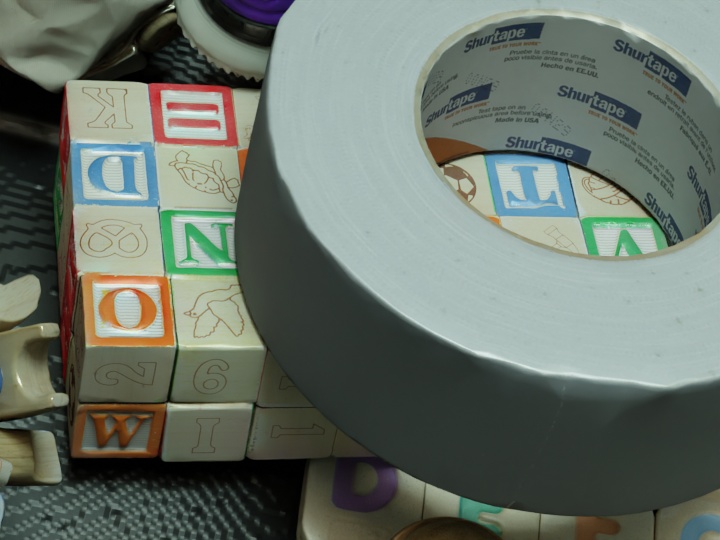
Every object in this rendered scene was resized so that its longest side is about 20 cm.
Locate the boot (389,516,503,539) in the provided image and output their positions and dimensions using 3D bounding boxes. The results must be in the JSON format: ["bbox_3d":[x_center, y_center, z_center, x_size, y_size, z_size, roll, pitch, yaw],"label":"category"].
[{"bbox_3d":[0.056,0.156,0.737,0.073,0.076,0.201,-13,65,-14],"label":"boot"}]

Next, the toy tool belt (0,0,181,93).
[{"bbox_3d":[-0.130,-0.155,0.898,0.200,0.125,0.123,43,32,16],"label":"toy tool belt"}]

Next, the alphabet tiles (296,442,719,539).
[{"bbox_3d":[0.075,0.113,0.817,0.199,0.015,0.197,11,55,-5],"label":"alphabet tiles"}]

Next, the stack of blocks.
[{"bbox_3d":[0.000,0.000,0.837,0.199,0.059,0.116,0,49,-13],"label":"stack of blocks"}]

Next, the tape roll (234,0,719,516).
[{"bbox_3d":[0.062,-0.023,0.787,0.199,0.066,0.201,7,48,-7],"label":"tape roll"}]

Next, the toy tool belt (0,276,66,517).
[{"bbox_3d":[-0.148,0.033,0.726,0.124,0.123,0.202,-7,82,30],"label":"toy tool belt"}]

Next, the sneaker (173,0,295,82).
[{"bbox_3d":[0.020,-0.151,0.855,0.069,0.100,0.200,36,55,9],"label":"sneaker"}]
